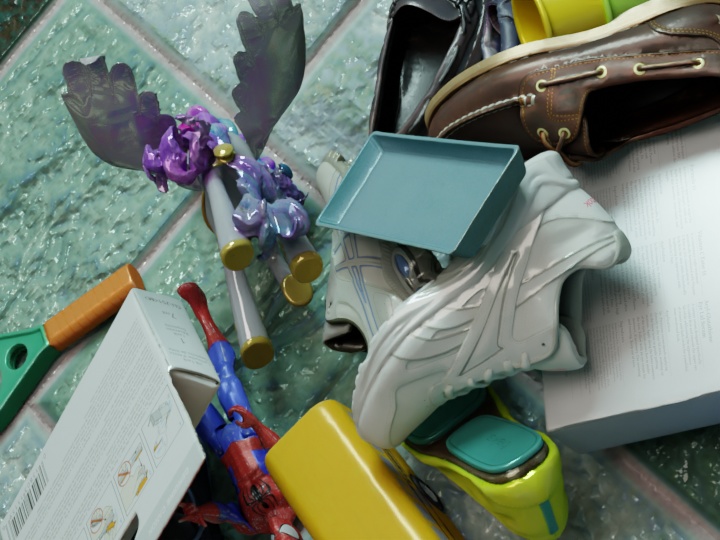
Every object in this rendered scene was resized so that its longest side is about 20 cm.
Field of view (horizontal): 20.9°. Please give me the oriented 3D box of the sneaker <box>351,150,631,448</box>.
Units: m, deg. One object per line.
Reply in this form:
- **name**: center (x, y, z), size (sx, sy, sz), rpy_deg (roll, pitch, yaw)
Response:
- **sneaker**: center (0.074, 0.036, 1.099), size (0.099, 0.078, 0.200), rpy_deg (42, 109, 13)

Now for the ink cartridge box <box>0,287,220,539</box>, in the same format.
- **ink cartridge box**: center (-0.146, 0.139, 1.194), size (0.201, 0.043, 0.174), rpy_deg (-59, 35, 20)

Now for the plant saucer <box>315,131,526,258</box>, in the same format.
- **plant saucer**: center (0.033, -0.043, 1.123), size (0.070, 0.019, 0.200), rpy_deg (-58, 21, -7)

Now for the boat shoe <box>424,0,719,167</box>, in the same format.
- **boat shoe**: center (0.129, -0.097, 1.123), size (0.199, 0.070, 0.071), rpy_deg (-22, 54, 23)

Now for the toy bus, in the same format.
- **toy bus**: center (0.026, 0.171, 1.151), size (0.065, 0.078, 0.200), rpy_deg (-43, 53, 7)

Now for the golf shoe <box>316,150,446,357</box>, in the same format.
- **golf shoe**: center (0.000, 0.000, 1.236), size (0.097, 0.078, 0.200), rpy_deg (-44, 38, 10)

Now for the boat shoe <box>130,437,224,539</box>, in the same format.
- **boat shoe**: center (-0.129, 0.179, 1.248), size (0.084, 0.069, 0.201), rpy_deg (-32, 55, 15)

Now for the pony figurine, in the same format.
- **pony figurine**: center (-0.091, -0.067, 1.272), size (0.166, 0.194, 0.201), rpy_deg (-19, 51, -9)

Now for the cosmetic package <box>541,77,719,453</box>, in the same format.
- **cosmetic package**: center (0.177, -0.008, 1.128), size (0.150, 0.052, 0.201), rpy_deg (-16, 61, 28)

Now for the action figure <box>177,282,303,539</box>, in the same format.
- **action figure**: center (-0.095, 0.096, 1.243), size (0.065, 0.099, 0.201), rpy_deg (-37, 64, 11)

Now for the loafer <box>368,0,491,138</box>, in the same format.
- **loafer**: center (0.047, -0.152, 1.301), size (0.071, 0.063, 0.201), rpy_deg (-1, 68, 31)

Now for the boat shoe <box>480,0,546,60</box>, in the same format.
- **boat shoe**: center (0.128, -0.186, 1.238), size (0.092, 0.075, 0.201), rpy_deg (8, 66, -8)

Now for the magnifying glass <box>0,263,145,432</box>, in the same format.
- **magnifying glass**: center (-0.238, 0.059, 1.402), size (0.199, 0.022, 0.080), rpy_deg (-33, 55, 13)

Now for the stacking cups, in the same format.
- **stacking cups**: center (0.193, -0.175, 1.175), size (0.199, 0.061, 0.061), rpy_deg (-18, 55, -8)

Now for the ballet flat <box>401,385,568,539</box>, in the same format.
- **ballet flat**: center (0.069, 0.108, 1.154), size (0.067, 0.067, 0.200), rpy_deg (-32, 22, -9)
